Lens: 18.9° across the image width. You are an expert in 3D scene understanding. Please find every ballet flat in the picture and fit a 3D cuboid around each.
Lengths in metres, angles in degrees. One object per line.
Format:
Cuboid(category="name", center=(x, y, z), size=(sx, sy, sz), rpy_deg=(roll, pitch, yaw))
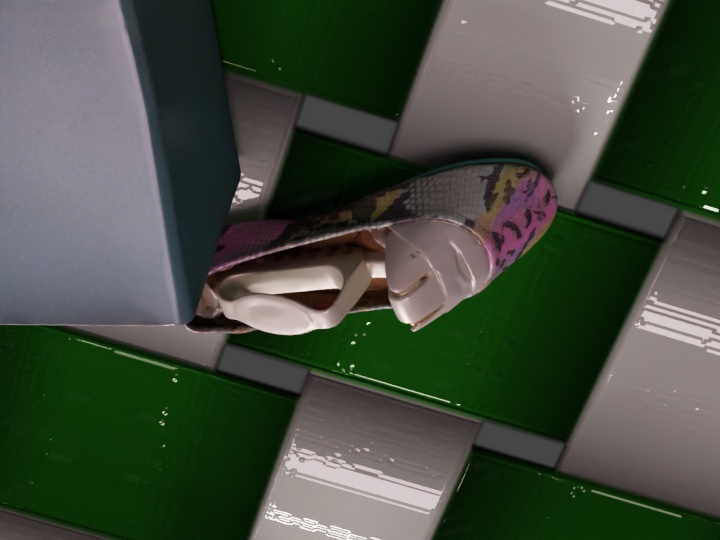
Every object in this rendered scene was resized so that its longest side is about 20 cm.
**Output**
Cuboid(category="ballet flat", center=(0.000, 0.000, 1.050), size=(0.198, 0.071, 0.070), rpy_deg=(-11, 125, 16))

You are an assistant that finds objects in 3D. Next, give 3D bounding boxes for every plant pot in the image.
Cuboid(category="plant pot", center=(-0.141, -0.098, 0.952), size=(0.140, 0.142, 0.202), rpy_deg=(0, 122, 8))
